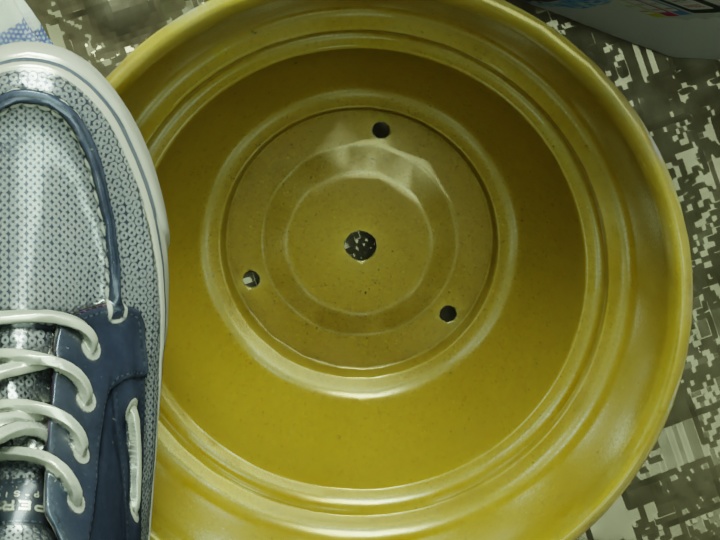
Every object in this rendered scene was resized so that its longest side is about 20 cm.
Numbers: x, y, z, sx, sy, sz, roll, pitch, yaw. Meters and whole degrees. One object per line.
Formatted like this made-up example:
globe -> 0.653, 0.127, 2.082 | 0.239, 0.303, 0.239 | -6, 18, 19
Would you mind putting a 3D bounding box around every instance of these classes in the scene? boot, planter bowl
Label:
boot -> -0.089, 0.040, 0.816 | 0.073, 0.090, 0.200 | -4, 104, 1
planter bowl -> 0.000, 0.000, 0.896 | 0.200, 0.083, 0.200 | 0, 104, 1

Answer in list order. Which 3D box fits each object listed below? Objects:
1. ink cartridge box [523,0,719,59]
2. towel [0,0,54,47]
ink cartridge box -> 0.095, -0.155, 0.864 | 0.200, 0.145, 0.147 | 14, 86, -41
towel -> -0.191, -0.104, 0.807 | 0.147, 0.024, 0.200 | -29, 116, -5
